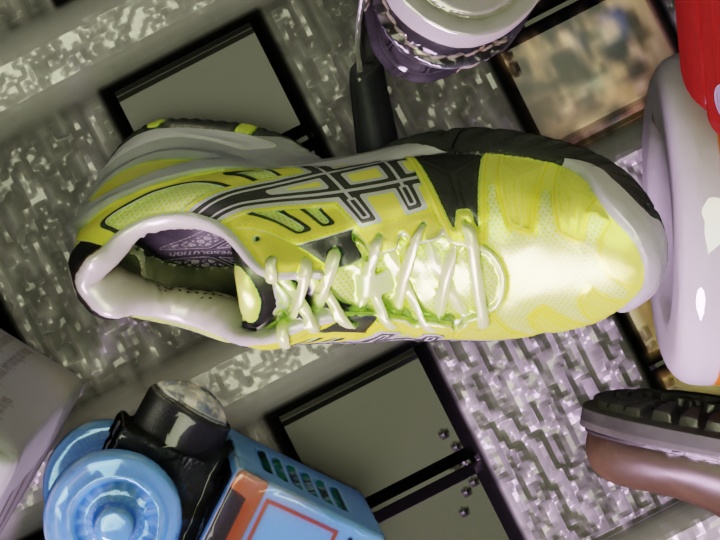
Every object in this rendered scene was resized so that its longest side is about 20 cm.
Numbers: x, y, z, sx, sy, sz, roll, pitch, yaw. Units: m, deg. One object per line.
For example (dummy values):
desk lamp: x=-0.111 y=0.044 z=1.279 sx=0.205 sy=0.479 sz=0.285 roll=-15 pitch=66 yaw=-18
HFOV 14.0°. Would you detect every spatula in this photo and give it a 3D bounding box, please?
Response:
spatula: x=0.006 y=-0.081 z=0.964 sx=0.020 sy=0.057 sz=0.201 roll=10 pitch=120 yaw=24

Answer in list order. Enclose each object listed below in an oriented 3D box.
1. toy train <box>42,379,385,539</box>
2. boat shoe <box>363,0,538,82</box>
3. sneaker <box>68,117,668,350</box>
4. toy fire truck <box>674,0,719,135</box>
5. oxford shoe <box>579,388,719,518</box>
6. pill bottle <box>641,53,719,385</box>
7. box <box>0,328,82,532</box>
toy train: x=-0.076 y=0.139 z=0.982 sx=0.114 sy=0.087 sz=0.201 roll=26 pitch=94 yaw=-8
boat shoe: x=0.060 y=-0.146 z=0.933 sx=0.074 sy=0.060 sz=0.201 roll=27 pitch=69 yaw=-5
sneaker: x=0.000 y=0.000 z=0.946 sx=0.199 sy=0.077 sz=0.076 roll=1 pitch=122 yaw=20
toy fire truck: x=0.161 y=-0.122 z=0.918 sx=0.175 sy=0.200 sz=0.129 roll=-18 pitch=115 yaw=-21
oxford shoe: x=0.160 y=0.098 z=0.986 sx=0.199 sy=0.073 sz=0.085 roll=23 pitch=98 yaw=-1
pill bottle: x=0.196 y=-0.022 z=0.956 sx=0.199 sy=0.110 sz=0.110 roll=-3 pitch=95 yaw=-1
box: x=-0.214 y=0.083 z=0.917 sx=0.171 sy=0.199 sz=0.201 roll=32 pitch=94 yaw=-2
